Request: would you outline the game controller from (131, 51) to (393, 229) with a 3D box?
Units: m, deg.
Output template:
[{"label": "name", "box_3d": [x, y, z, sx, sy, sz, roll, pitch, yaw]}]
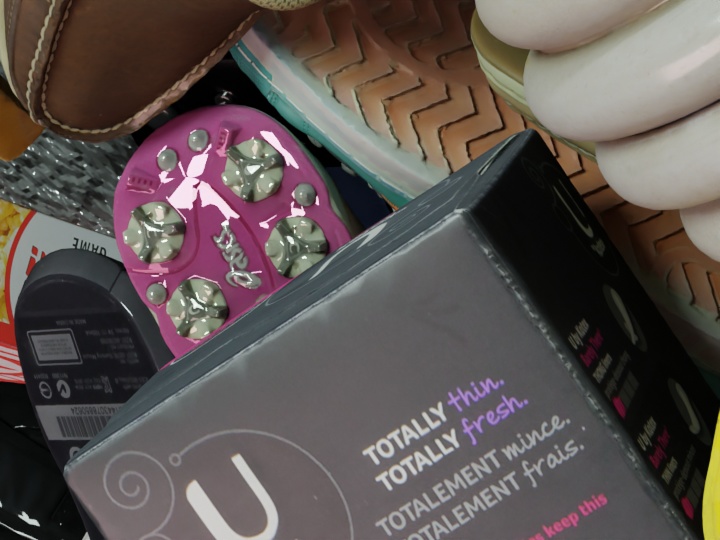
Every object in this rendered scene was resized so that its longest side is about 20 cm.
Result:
[{"label": "game controller", "box_3d": [0.000, 0.000, 0.849, 0.104, 0.042, 0.200, 9, 142, 39]}]

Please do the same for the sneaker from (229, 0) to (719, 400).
[{"label": "sneaker", "box_3d": [0.039, -0.019, 0.749, 0.200, 0.071, 0.080, 35, 147, -2]}]

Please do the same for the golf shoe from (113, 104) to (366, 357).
[{"label": "golf shoe", "box_3d": [-0.001, 0.046, 0.756, 0.075, 0.092, 0.201, -20, 90, 12]}]

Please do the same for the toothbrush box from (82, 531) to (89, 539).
[{"label": "toothbrush box", "box_3d": [-0.008, 0.142, 0.988, 0.145, 0.086, 0.200, 24, 160, 19]}]

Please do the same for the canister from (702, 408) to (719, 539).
[{"label": "canister", "box_3d": [0.181, 0.067, 0.617, 0.148, 0.087, 0.200, 7, 170, 33]}]

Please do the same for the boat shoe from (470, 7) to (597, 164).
[{"label": "boat shoe", "box_3d": [0.118, -0.022, 0.659, 0.199, 0.074, 0.067, 23, 144, 22]}]

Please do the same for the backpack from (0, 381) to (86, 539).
[{"label": "backpack", "box_3d": [-0.181, 0.084, 1.057, 0.200, 0.163, 0.154, 38, 166, 9]}]

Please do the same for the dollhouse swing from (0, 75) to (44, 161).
[{"label": "dollhouse swing", "box_3d": [-0.224, -0.076, 0.767, 0.176, 0.181, 0.200, 59, -174, 20]}]

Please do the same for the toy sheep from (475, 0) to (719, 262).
[{"label": "toy sheep", "box_3d": [0.092, -0.068, 0.563, 0.200, 0.138, 0.138, 54, 148, -9]}]

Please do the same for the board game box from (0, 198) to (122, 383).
[{"label": "board game box", "box_3d": [-0.171, -0.006, 0.855, 0.200, 0.046, 0.151, 19, 168, -42]}]

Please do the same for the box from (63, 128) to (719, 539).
[{"label": "box", "box_3d": [0.042, 0.085, 0.650, 0.122, 0.106, 0.200, -32, 95, 18]}]

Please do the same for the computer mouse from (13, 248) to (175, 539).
[{"label": "computer mouse", "box_3d": [-0.065, 0.086, 0.834, 0.140, 0.046, 0.201, -12, 103, 49]}]

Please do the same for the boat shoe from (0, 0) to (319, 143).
[{"label": "boat shoe", "box_3d": [-0.036, -0.091, 0.644, 0.074, 0.075, 0.203, 3, 140, -28]}]
